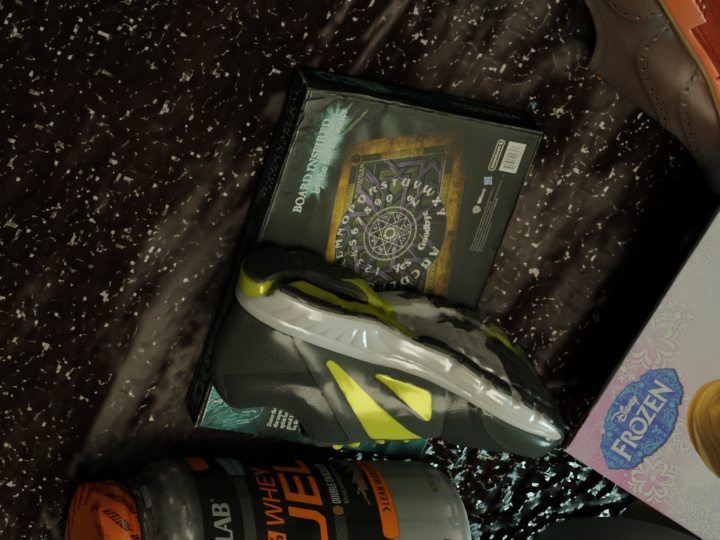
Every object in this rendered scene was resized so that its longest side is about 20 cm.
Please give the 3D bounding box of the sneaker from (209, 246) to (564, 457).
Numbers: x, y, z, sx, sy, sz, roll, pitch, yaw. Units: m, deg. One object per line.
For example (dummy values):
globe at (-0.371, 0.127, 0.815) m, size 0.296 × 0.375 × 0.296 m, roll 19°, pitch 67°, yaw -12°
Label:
sneaker at (0.011, 0.056, 1.375) m, size 0.199 × 0.075 × 0.085 m, roll 25°, pitch 115°, yaw -19°

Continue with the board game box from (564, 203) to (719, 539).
board game box at (0.238, 0.068, 1.391) m, size 0.199 × 0.041 × 0.201 m, roll 32°, pitch 121°, yaw 5°

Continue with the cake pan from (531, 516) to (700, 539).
cake pan at (0.161, 0.208, 1.488) m, size 0.199 × 0.037 × 0.201 m, roll 18°, pitch 141°, yaw 15°

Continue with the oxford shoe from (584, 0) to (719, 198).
oxford shoe at (0.157, -0.110, 1.375) m, size 0.072 × 0.071 × 0.201 m, roll -10°, pitch 130°, yaw 22°

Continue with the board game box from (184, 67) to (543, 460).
board game box at (0.000, 0.000, 1.391) m, size 0.134 × 0.028 × 0.201 m, roll 10°, pitch 114°, yaw -23°

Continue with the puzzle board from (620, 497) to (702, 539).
puzzle board at (0.257, 0.121, 1.442) m, size 0.151 × 0.017 × 0.200 m, roll 41°, pitch 121°, yaw -1°

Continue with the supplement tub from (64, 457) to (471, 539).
supplement tub at (-0.050, 0.160, 1.407) m, size 0.198 × 0.123 × 0.123 m, roll 2°, pitch 117°, yaw -20°
